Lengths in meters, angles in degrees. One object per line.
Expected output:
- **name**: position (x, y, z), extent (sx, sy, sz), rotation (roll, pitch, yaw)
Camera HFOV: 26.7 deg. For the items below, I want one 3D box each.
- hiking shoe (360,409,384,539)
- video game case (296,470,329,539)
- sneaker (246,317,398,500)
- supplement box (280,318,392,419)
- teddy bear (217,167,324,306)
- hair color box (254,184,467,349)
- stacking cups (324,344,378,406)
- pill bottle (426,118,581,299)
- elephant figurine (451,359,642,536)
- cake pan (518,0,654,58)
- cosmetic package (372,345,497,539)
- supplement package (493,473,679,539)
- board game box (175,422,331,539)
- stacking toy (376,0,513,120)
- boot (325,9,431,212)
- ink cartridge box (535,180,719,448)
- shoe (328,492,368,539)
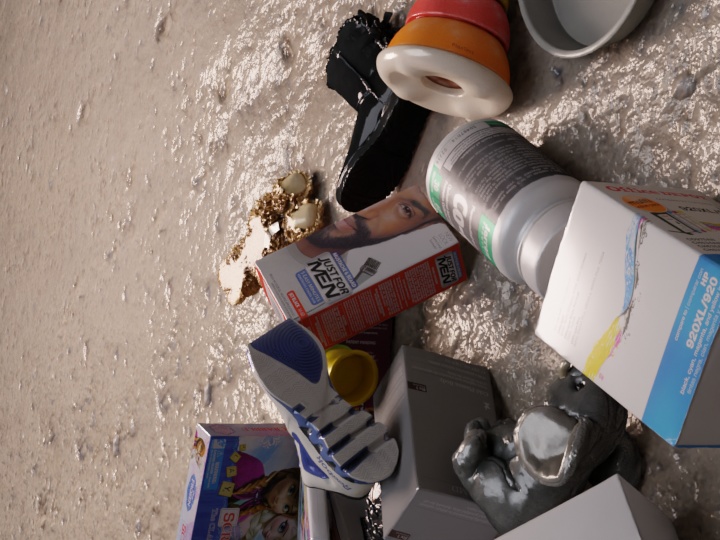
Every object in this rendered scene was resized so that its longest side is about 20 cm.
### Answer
- **hiking shoe**: position (0.055, 0.234, 1.564), extent (0.076, 0.100, 0.201), rotation (-45, 51, 39)
- **video game case**: position (-0.053, 0.294, 1.653), extent (0.201, 0.023, 0.183), rotation (-97, 10, -57)
- **sneaker**: position (-0.048, 0.157, 1.518), extent (0.200, 0.080, 0.116), rotation (50, 149, 22)
- **supplement box**: position (-0.026, 0.079, 1.755), extent (0.110, 0.085, 0.202), rotation (4, 90, 59)
- **teddy bear**: position (-0.106, -0.037, 1.930), extent (0.145, 0.066, 0.201), rotation (46, 119, 39)
- **hair color box**: position (0.000, 0.000, 1.617), extent (0.111, 0.199, 0.064), rotation (56, 168, 44)
- **stacking cups**: position (-0.052, 0.095, 1.659), extent (0.200, 0.060, 0.061), rotation (21, 105, 61)
- **pill bottle**: position (0.155, -0.056, 1.446), extent (0.200, 0.112, 0.114), rotation (47, 126, 50)
- **elephant figurine**: position (0.187, 0.152, 1.369), extent (0.200, 0.141, 0.156), rotation (-37, 91, 37)
- **cake pan**: position (0.220, -0.300, 1.433), extent (0.200, 0.036, 0.202), rotation (-9, 79, 58)
- **cosmetic package**: position (0.078, 0.180, 1.508), extent (0.201, 0.106, 0.091), rotation (-99, 30, -51)
- **supplement package**: position (0.176, 0.284, 1.289), extent (0.199, 0.117, 0.118), rotation (-31, 47, 18)
- **board game box**: position (-0.112, 0.277, 1.770), extent (0.041, 0.198, 0.202), rotation (31, 114, 54)
- **stacking toy**: position (0.110, -0.270, 1.563), extent (0.146, 0.145, 0.202), rotation (-2, 67, 58)
- **boot**: position (0.004, -0.188, 1.744), extent (0.163, 0.073, 0.199), rotation (53, 123, 44)
- **ink cartridge box**: position (0.266, 0.032, 1.224), extent (0.200, 0.146, 0.146), rotation (41, 121, 52)
- **shoe**: position (-0.011, 0.275, 1.644), extent (0.091, 0.071, 0.202), rotation (135, 130, -56)
